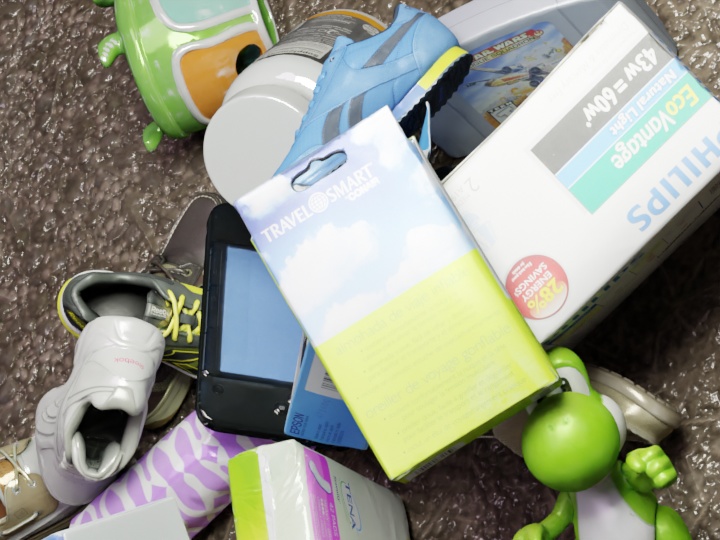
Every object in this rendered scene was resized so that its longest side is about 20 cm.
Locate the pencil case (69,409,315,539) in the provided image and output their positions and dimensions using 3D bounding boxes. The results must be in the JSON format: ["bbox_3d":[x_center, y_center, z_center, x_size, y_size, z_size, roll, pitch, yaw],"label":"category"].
[{"bbox_3d":[-0.131,0.166,1.572,0.200,0.084,0.086,-43,87,13],"label":"pencil case"}]

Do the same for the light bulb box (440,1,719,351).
[{"bbox_3d":[0.155,-0.054,1.381,0.198,0.200,0.125,-45,79,7],"label":"light bulb box"}]

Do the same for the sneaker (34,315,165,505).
[{"bbox_3d":[-0.205,0.126,1.553,0.200,0.077,0.100,114,165,-45],"label":"sneaker"}]

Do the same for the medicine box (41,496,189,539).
[{"bbox_3d":[-0.182,0.275,1.390,0.200,0.103,0.183,-32,75,45],"label":"medicine box"}]

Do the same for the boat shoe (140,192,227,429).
[{"bbox_3d":[-0.151,0.025,1.656,0.073,0.065,0.201,5,71,37],"label":"boat shoe"}]

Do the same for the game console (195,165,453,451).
[{"bbox_3d":[-0.024,0.017,1.522,0.119,0.170,0.201,116,160,-52],"label":"game console"}]

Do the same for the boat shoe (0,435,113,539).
[{"bbox_3d":[-0.270,0.175,1.666,0.200,0.068,0.075,-42,52,10],"label":"boat shoe"}]

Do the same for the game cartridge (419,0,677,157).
[{"bbox_3d":[0.116,-0.154,1.516,0.199,0.133,0.042,-22,60,25],"label":"game cartridge"}]

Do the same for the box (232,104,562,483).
[{"bbox_3d":[0.022,0.015,1.278,0.122,0.048,0.201,-32,79,4],"label":"box"}]

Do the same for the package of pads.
[{"bbox_3d":[-0.016,0.230,1.417,0.068,0.154,0.201,-22,60,23],"label":"package of pads"}]

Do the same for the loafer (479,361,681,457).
[{"bbox_3d":[0.133,0.100,1.432,0.199,0.076,0.069,8,75,46],"label":"loafer"}]

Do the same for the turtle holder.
[{"bbox_3d":[-0.137,-0.194,1.720,0.131,0.142,0.186,-20,18,8],"label":"turtle holder"}]

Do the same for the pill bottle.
[{"bbox_3d":[-0.038,-0.117,1.552,0.116,0.200,0.117,7,115,16],"label":"pill bottle"}]

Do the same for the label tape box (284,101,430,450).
[{"bbox_3d":[0.000,0.000,1.417,0.066,0.144,0.201,10,59,-3],"label":"label tape box"}]

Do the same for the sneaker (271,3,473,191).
[{"bbox_3d":[-0.012,-0.106,1.431,0.078,0.066,0.200,40,70,13],"label":"sneaker"}]

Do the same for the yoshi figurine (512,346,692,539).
[{"bbox_3d":[0.152,0.148,1.310,0.112,0.201,0.112,-34,14,-24],"label":"yoshi figurine"}]

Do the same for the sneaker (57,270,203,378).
[{"bbox_3d":[-0.137,0.045,1.580,0.199,0.085,0.075,9,85,-2],"label":"sneaker"}]
